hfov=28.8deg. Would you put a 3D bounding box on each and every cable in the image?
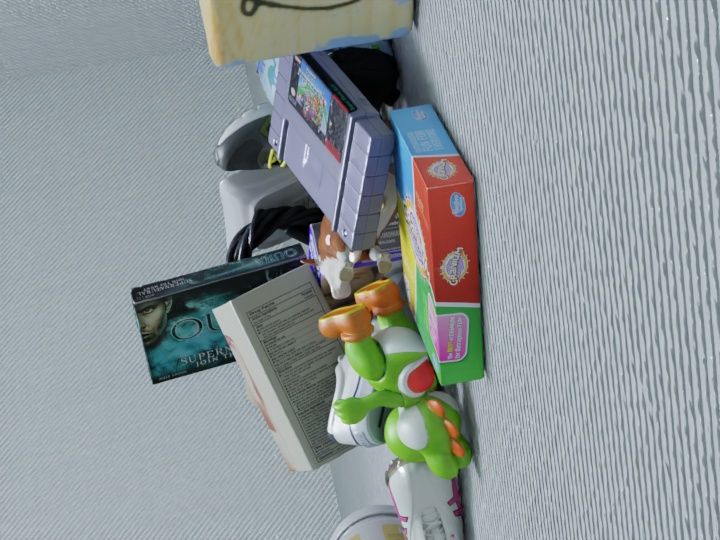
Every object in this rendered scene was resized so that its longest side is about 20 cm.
[{"bbox_3d":[-0.084,-0.001,1.657,0.051,0.163,0.200,47,166,41],"label":"cable"}]

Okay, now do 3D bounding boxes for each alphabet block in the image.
[{"bbox_3d":[-0.060,-0.325,1.226,0.200,0.195,0.197,89,167,-60],"label":"alphabet block"}]

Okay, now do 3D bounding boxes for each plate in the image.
[{"bbox_3d":[-0.068,-0.091,1.670,0.032,0.200,0.200,60,166,21],"label":"plate"}]

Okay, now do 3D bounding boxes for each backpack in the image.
[{"bbox_3d":[-0.043,-0.247,1.459,0.163,0.154,0.200,130,148,-54],"label":"backpack"}]

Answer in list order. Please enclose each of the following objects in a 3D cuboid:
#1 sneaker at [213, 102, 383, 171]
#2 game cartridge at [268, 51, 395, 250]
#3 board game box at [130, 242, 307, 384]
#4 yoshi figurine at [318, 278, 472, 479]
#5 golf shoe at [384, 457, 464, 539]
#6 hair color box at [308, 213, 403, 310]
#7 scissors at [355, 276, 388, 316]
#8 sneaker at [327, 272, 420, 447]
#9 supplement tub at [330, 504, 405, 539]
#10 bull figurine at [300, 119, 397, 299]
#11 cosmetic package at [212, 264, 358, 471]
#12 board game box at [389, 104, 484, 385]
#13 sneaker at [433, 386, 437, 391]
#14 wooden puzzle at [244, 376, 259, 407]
[{"bbox_3d":[-0.060,-0.140,1.527,0.074,0.200,0.085,99,150,-61],"label":"sneaker"},{"bbox_3d":[-0.033,-0.126,1.321,0.200,0.038,0.130,53,147,44],"label":"game cartridge"},{"bbox_3d":[-0.153,0.050,1.594,0.028,0.200,0.135,-117,15,-45],"label":"board game box"},{"bbox_3d":[0.033,0.115,1.369,0.200,0.112,0.112,61,-171,-8],"label":"yoshi figurine"},{"bbox_3d":[0.079,0.262,1.472,0.200,0.073,0.092,72,175,-47],"label":"golf shoe"},{"bbox_3d":[0.000,0.000,1.563,0.200,0.109,0.065,96,162,-70],"label":"hair color box"},{"bbox_3d":[-0.012,0.053,1.489,0.073,0.014,0.200,-61,8,-18],"label":"scissors"},{"bbox_3d":[0.010,0.089,1.456,0.073,0.071,0.200,48,-131,-40],"label":"sneaker"},{"bbox_3d":[0.038,0.386,1.668,0.200,0.145,0.146,-112,13,-63],"label":"supplement tub"},{"bbox_3d":[0.004,-0.052,1.382,0.200,0.065,0.121,-69,24,19],"label":"bull figurine"},{"bbox_3d":[-0.066,0.106,1.510,0.200,0.103,0.087,66,158,-1],"label":"cosmetic package"},{"bbox_3d":[0.067,-0.024,1.237,0.153,0.040,0.200,-110,12,-58],"label":"board game box"},{"bbox_3d":[0.045,0.124,1.547,0.200,0.078,0.090,-153,53,-68],"label":"sneaker"},{"bbox_3d":[-0.037,0.116,1.653,0.185,0.200,0.037,93,168,-65],"label":"wooden puzzle"}]
